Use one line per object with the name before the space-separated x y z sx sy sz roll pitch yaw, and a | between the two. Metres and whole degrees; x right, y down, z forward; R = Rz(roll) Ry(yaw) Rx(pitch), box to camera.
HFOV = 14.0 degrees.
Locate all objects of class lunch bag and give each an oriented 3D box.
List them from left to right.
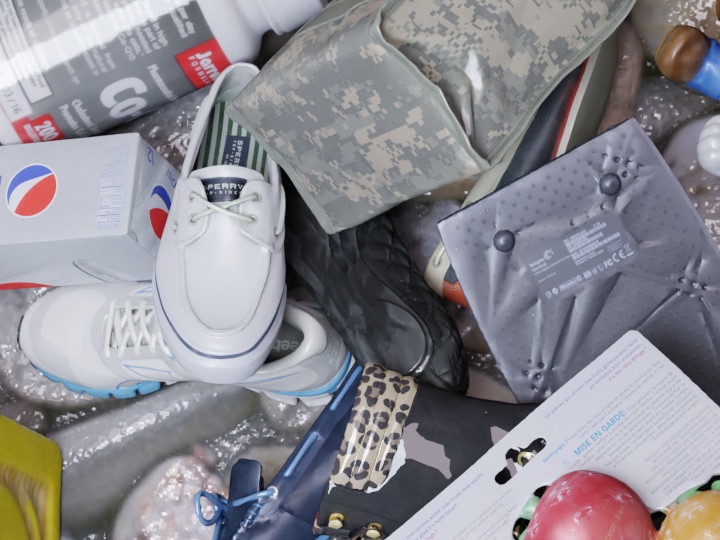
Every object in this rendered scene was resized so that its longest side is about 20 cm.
lunch bag | 0.051 -0.133 1.592 0.118 0.164 0.200 51 58 -12

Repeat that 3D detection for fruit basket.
fruit basket | 0.140 0.154 1.484 0.185 0.094 0.200 -40 62 -15

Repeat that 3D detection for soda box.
soda box | -0.202 -0.029 1.678 0.200 0.068 0.064 -4 67 22

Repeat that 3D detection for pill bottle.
pill bottle | -0.127 -0.150 1.688 0.200 0.114 0.114 -24 74 6

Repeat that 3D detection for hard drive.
hard drive | 0.140 0.031 1.596 0.135 0.042 0.200 -29 97 4

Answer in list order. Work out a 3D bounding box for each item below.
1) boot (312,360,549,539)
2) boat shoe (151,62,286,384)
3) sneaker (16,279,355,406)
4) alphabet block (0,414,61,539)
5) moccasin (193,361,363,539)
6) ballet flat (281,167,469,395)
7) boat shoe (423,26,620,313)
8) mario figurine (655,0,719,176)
boot | 0.048 0.152 1.571 0.150 0.073 0.200 17 105 1
boat shoe | -0.078 -0.031 1.612 0.073 0.067 0.200 -1 47 -3
sneaker | -0.103 0.032 1.657 0.200 0.087 0.075 1 79 13
alphabet block | -0.286 0.176 1.607 0.200 0.195 0.197 -3 79 12
moccasin | -0.046 0.129 1.632 0.200 0.080 0.068 -44 87 -14
ballet flat | 0.000 0.000 1.648 0.066 0.057 0.200 -35 53 10
boat shoe | 0.095 -0.070 1.650 0.062 0.071 0.200 18 86 18
mario figurine | 0.258 -0.094 1.597 0.200 0.106 0.124 38 121 24
